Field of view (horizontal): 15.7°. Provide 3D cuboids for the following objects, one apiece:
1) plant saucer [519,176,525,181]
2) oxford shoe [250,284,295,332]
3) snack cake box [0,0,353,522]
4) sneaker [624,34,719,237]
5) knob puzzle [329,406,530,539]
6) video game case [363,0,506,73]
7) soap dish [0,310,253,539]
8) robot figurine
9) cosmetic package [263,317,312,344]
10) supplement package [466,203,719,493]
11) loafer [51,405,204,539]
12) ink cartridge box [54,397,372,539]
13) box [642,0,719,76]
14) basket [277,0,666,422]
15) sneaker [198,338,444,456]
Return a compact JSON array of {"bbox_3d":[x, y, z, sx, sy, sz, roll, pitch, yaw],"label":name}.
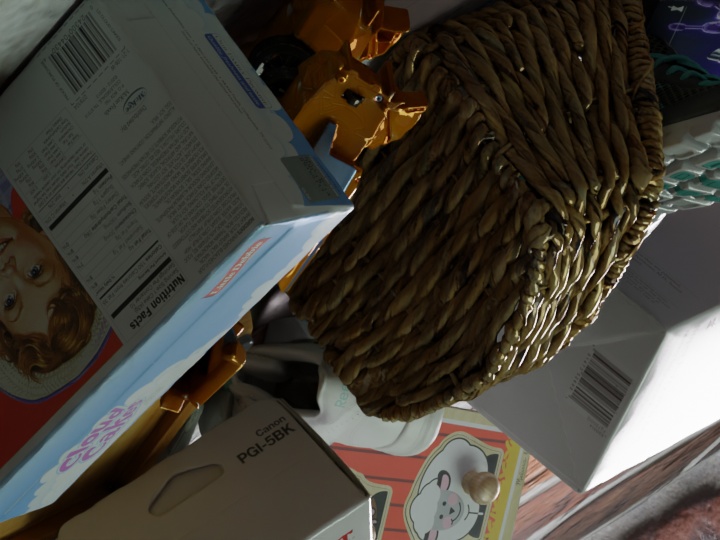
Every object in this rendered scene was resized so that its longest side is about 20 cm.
[{"bbox_3d":[0.073,-0.042,1.513,0.019,0.070,0.200,9,156,-6],"label":"plant saucer"},{"bbox_3d":[0.000,0.000,1.402,0.200,0.084,0.073,-25,164,-37],"label":"oxford shoe"},{"bbox_3d":[-0.112,-0.003,1.019,0.200,0.115,0.067,-43,165,28],"label":"snack cake box"},{"bbox_3d":[0.145,-0.075,1.257,0.078,0.091,0.200,15,160,-31],"label":"sneaker"},{"bbox_3d":[0.012,0.164,1.502,0.220,0.220,0.030,-30,-151,-27],"label":"knob puzzle"},{"bbox_3d":[0.029,-0.098,1.264,0.200,0.024,0.182,-32,167,-21],"label":"video game case"},{"bbox_3d":[-0.147,0.065,1.243,0.157,0.081,0.200,-26,162,-40],"label":"soap dish"},{"bbox_3d":[-0.050,-0.025,1.091,0.200,0.058,0.145,-54,-157,26],"label":"robot figurine"},{"bbox_3d":[0.002,0.051,1.587,0.107,0.090,0.200,-32,163,-19],"label":"cosmetic package"},{"bbox_3d":[0.158,0.021,1.488,0.200,0.120,0.121,-21,142,-50],"label":"supplement package"},{"bbox_3d":[-0.150,0.137,1.415,0.200,0.070,0.070,-54,174,-23],"label":"loafer"},{"bbox_3d":[-0.071,0.181,1.345,0.147,0.083,0.200,-32,147,-21],"label":"ink cartridge box"},{"bbox_3d":[0.202,-0.129,1.356,0.141,0.079,0.200,4,161,-3],"label":"box"},{"bbox_3d":[0.071,-0.029,1.244,0.149,0.143,0.200,-25,164,-38],"label":"basket"},{"bbox_3d":[-0.045,0.064,1.395,0.088,0.075,0.200,13,166,-33],"label":"sneaker"}]
